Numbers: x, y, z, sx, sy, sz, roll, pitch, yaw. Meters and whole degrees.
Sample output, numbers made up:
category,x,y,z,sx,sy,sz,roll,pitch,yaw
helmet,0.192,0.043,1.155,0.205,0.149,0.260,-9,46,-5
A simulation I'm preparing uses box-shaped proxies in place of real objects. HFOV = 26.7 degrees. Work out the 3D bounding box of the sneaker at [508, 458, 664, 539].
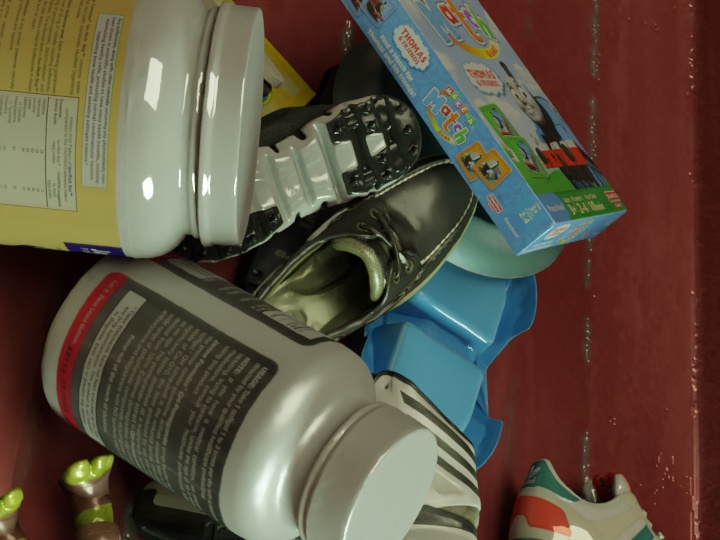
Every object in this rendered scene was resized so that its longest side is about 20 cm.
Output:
category,x,y,z,sx,sy,sz,roll,pitch,yaw
sneaker,0.184,0.186,1.012,0.199,0.070,0.094,22,66,-23

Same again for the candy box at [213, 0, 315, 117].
category,x,y,z,sx,sy,sz,roll,pitch,yaw
candy box,-0.126,-0.156,0.972,0.200,0.026,0.102,47,52,-9

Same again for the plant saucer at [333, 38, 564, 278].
category,x,y,z,sx,sy,sz,roll,pitch,yaw
plant saucer,0.071,-0.087,1.028,0.199,0.027,0.201,22,46,-25

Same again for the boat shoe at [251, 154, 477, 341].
category,x,y,z,sx,sy,sz,roll,pitch,yaw
boat shoe,-0.001,0.000,0.910,0.200,0.066,0.072,-38,95,-15

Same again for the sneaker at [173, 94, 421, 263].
category,x,y,z,sx,sy,sz,roll,pitch,yaw
sneaker,-0.066,-0.055,0.912,0.199,0.090,0.067,-21,104,-19

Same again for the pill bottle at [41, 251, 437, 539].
category,x,y,z,sx,sy,sz,roll,pitch,yaw
pill bottle,-0.062,0.073,0.792,0.199,0.111,0.111,27,45,28

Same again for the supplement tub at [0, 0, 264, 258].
category,x,y,z,sx,sy,sz,roll,pitch,yaw
supplement tub,-0.154,-0.083,0.781,0.198,0.146,0.147,6,64,0

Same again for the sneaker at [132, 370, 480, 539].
category,x,y,z,sx,sy,sz,roll,pitch,yaw
sneaker,-0.027,0.116,0.878,0.199,0.076,0.116,7,59,-6

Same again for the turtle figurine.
category,x,y,z,sx,sy,sz,roll,pitch,yaw
turtle figurine,-0.130,0.183,0.794,0.199,0.064,0.162,-23,77,-7

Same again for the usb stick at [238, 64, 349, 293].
category,x,y,z,sx,sy,sz,roll,pitch,yaw
usb stick,-0.027,-0.051,0.991,0.055,0.033,0.201,33,56,-20

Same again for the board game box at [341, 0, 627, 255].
category,x,y,z,sx,sy,sz,roll,pitch,yaw
board game box,0.081,-0.106,0.975,0.201,0.037,0.151,55,25,11

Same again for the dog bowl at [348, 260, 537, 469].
category,x,y,z,sx,sy,sz,roll,pitch,yaw
dog bowl,0.047,0.047,0.991,0.111,0.049,0.201,33,55,-19

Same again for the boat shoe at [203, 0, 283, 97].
category,x,y,z,sx,sy,sz,roll,pitch,yaw
boat shoe,-0.138,-0.157,0.926,0.199,0.063,0.073,33,13,-23
